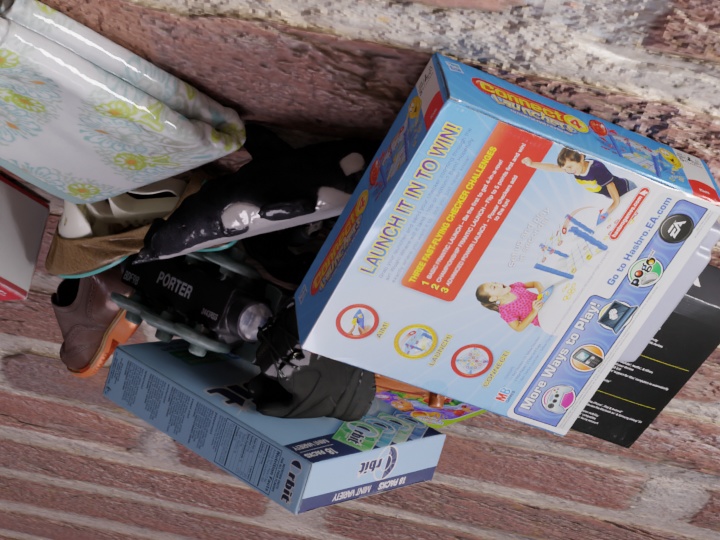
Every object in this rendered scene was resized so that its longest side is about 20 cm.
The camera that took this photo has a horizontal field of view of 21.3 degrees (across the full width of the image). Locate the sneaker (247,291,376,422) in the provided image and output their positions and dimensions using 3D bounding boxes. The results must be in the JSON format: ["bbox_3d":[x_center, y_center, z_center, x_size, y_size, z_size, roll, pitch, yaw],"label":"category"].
[{"bbox_3d":[-0.024,0.041,1.317,0.090,0.076,0.200,-6,138,-24],"label":"sneaker"}]

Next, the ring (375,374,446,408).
[{"bbox_3d":[0.075,0.092,1.497,0.199,0.019,0.200,9,169,2],"label":"ring"}]

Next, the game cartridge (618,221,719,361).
[{"bbox_3d":[0.119,-0.013,1.245,0.199,0.041,0.133,21,117,-21],"label":"game cartridge"}]

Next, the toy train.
[{"bbox_3d":[-0.107,0.024,1.448,0.114,0.086,0.200,24,178,-35],"label":"toy train"}]

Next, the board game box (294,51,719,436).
[{"bbox_3d":[0.088,-0.011,1.187,0.195,0.056,0.200,20,121,-20],"label":"board game box"}]

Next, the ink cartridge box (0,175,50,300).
[{"bbox_3d":[-0.367,-0.036,1.484,0.199,0.084,0.144,-2,156,35],"label":"ink cartridge box"}]

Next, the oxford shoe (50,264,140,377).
[{"bbox_3d":[-0.231,0.034,1.642,0.073,0.071,0.200,34,149,-9],"label":"oxford shoe"}]

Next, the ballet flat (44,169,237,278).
[{"bbox_3d":[-0.172,-0.042,1.404,0.199,0.068,0.072,-6,133,39],"label":"ballet flat"}]

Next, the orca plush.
[{"bbox_3d":[-0.066,-0.062,1.289,0.199,0.071,0.105,-16,175,35],"label":"orca plush"}]

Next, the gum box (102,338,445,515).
[{"bbox_3d":[-0.064,0.109,1.441,0.200,0.045,0.170,28,-162,32],"label":"gum box"}]

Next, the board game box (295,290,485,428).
[{"bbox_3d":[0.015,0.075,1.625,0.199,0.045,0.134,20,158,-21],"label":"board game box"}]

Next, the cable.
[{"bbox_3d":[0.000,0.000,1.425,0.162,0.051,0.200,4,159,20],"label":"cable"}]

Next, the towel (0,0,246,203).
[{"bbox_3d":[-0.202,-0.107,1.257,0.200,0.048,0.171,27,156,-36],"label":"towel"}]

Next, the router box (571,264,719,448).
[{"bbox_3d":[0.145,0.036,1.345,0.199,0.051,0.149,20,127,-22],"label":"router box"}]
